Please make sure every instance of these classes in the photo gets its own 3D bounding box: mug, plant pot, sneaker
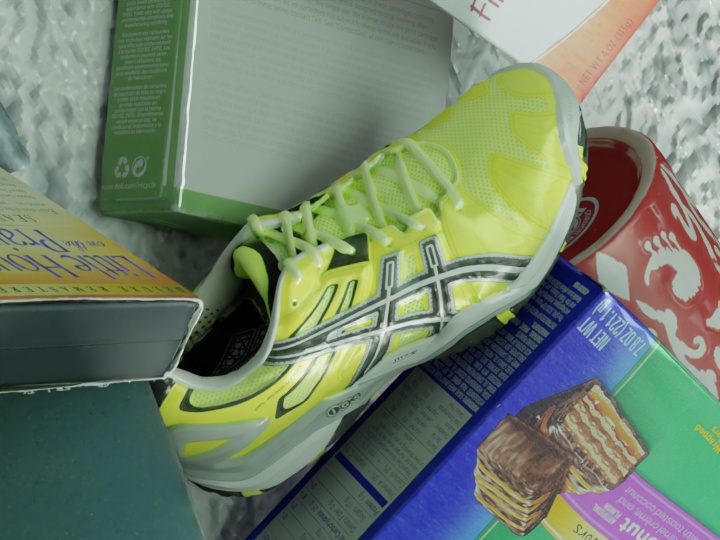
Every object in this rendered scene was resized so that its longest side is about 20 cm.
[{"bbox_3d":[0.117,0.062,1.115,0.200,0.133,0.178,57,28,-27],"label":"mug"},{"bbox_3d":[-0.117,0.110,0.851,0.134,0.200,0.201,-19,109,-9],"label":"plant pot"},{"bbox_3d":[0.000,0.000,0.971,0.200,0.075,0.076,-45,145,2],"label":"sneaker"}]

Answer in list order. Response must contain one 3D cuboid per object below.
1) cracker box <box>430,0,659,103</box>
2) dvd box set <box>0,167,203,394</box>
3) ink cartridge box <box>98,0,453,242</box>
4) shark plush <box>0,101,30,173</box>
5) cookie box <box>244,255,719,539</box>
[{"bbox_3d":[0.050,-0.163,0.988,0.200,0.058,0.134,29,102,-43],"label":"cracker box"},{"bbox_3d":[-0.159,-0.027,0.757,0.146,0.200,0.029,-2,120,-61],"label":"dvd box set"},{"bbox_3d":[-0.023,-0.109,1.027,0.145,0.048,0.201,11,81,-47],"label":"ink cartridge box"},{"bbox_3d":[-0.153,-0.122,0.857,0.091,0.083,0.201,-19,105,-46],"label":"shark plush"},{"bbox_3d":[0.062,0.121,1.023,0.200,0.075,0.171,-47,114,-1],"label":"cookie box"}]
